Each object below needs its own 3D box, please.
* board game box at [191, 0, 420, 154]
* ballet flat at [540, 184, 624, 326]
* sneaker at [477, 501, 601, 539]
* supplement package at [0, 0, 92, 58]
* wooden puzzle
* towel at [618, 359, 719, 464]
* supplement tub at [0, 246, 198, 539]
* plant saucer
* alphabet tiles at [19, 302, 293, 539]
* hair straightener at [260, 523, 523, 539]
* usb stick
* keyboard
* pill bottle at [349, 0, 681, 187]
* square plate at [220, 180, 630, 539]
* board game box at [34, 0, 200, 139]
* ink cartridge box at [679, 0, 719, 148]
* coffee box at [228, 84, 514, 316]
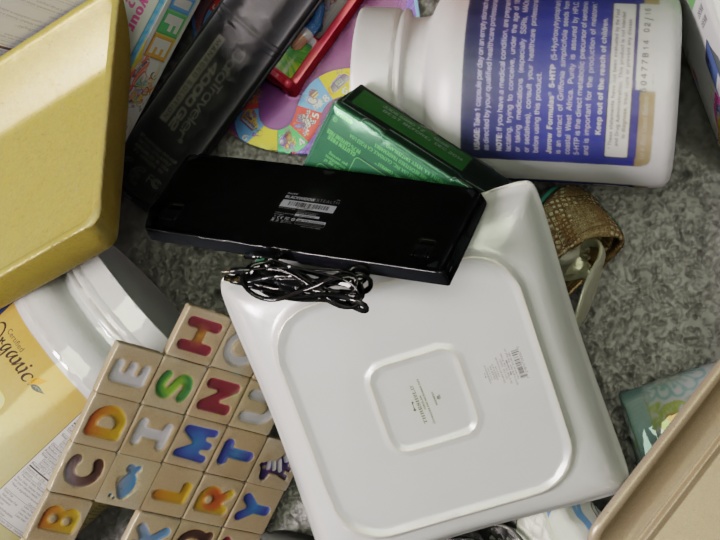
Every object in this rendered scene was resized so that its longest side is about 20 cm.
[{"bbox_3d":[-0.041,-0.180,1.094,0.156,0.039,0.202,-9,82,7],"label":"board game box"},{"bbox_3d":[0.096,0.036,1.024,0.065,0.071,0.201,31,82,30],"label":"ballet flat"},{"bbox_3d":[0.128,0.169,1.028,0.072,0.072,0.201,-42,65,30],"label":"sneaker"},{"bbox_3d":[-0.284,-0.189,1.063,0.199,0.109,0.115,-25,72,24],"label":"supplement package"},{"bbox_3d":[0.262,0.151,0.974,0.199,0.037,0.186,39,88,5],"label":"wooden puzzle"},{"bbox_3d":[0.266,0.147,1.013,0.169,0.048,0.202,-17,82,3],"label":"towel"},{"bbox_3d":[-0.200,0.089,1.037,0.200,0.144,0.145,-43,80,2],"label":"supplement tub"},{"bbox_3d":[-0.212,-0.053,1.014,0.199,0.048,0.201,-26,44,26],"label":"plant saucer"},{"bbox_3d":[-0.109,0.120,1.009,0.008,0.166,0.201,38,105,49],"label":"alphabet tiles"},{"bbox_3d":[0.025,0.179,1.021,0.198,0.041,0.078,4,86,28],"label":"hair straightener"},{"bbox_3d":[-0.095,-0.125,1.076,0.055,0.033,0.201,39,107,3],"label":"usb stick"},{"bbox_3d":[-0.032,-0.015,0.948,0.198,0.040,0.104,8,45,25],"label":"keyboard"},{"bbox_3d":[0.097,-0.116,1.027,0.198,0.120,0.121,4,84,8],"label":"pill bottle"},{"bbox_3d":[0.038,0.070,0.967,0.196,0.028,0.202,-17,104,12],"label":"square plate"},{"bbox_3d":[-0.167,-0.198,1.085,0.134,0.034,0.201,35,101,25],"label":"board game box"},{"bbox_3d":[0.256,-0.114,0.990,0.087,0.145,0.202,-21,81,5],"label":"ink cartridge box"},{"bbox_3d":[0.000,0.000,1.019,0.122,0.044,0.201,32,121,9],"label":"coffee box"}]
